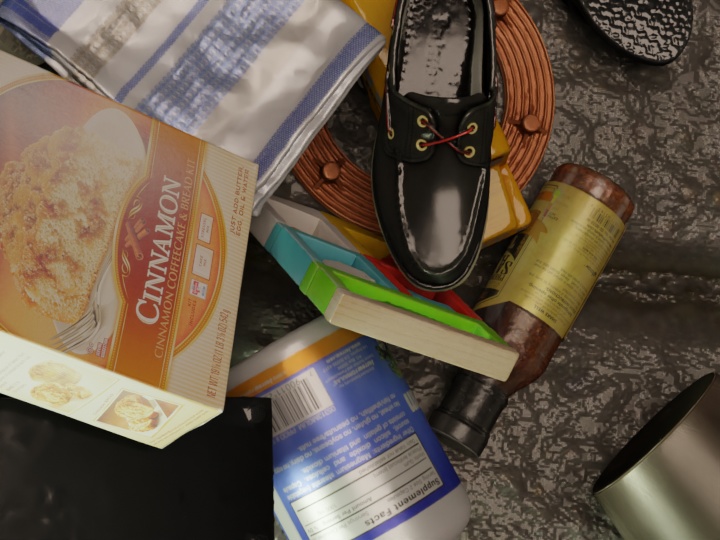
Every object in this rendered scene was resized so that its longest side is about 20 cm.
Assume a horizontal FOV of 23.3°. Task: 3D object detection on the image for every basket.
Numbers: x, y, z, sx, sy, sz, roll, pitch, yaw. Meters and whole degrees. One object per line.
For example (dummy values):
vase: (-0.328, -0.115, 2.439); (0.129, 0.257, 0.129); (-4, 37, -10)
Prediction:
basket: (0.256, 0.176, 1.118); (0.200, 0.136, 0.180); (45, 77, 3)

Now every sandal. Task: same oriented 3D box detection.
sandal: (0.152, -0.217, 1.200); (0.075, 0.048, 0.201); (-41, 77, -10)

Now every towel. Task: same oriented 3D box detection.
towel: (-0.099, -0.143, 1.034); (0.200, 0.024, 0.147); (39, 78, 0)

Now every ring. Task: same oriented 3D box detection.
ring: (0.036, -0.122, 1.178); (0.199, 0.019, 0.202); (1, 81, -9)

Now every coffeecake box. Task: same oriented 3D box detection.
coffeecake box: (-0.163, -0.016, 0.912); (0.199, 0.073, 0.155); (23, 57, -26)

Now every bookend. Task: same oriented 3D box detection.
bookend: (-0.175, 0.127, 1.040); (0.197, 0.200, 0.093); (1, 82, -21)

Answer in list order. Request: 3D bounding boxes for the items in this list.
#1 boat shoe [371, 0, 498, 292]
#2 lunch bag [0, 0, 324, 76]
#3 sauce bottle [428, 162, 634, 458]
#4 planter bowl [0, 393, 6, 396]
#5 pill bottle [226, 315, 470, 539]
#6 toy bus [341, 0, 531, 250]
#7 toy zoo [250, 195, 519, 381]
boat shoe: (0.045, -0.090, 1.050); (0.073, 0.063, 0.203); (3, 82, -2)
lunch bag: (-0.136, -0.154, 1.106); (0.200, 0.118, 0.164); (42, 85, 4)
sauce bottle: (0.108, 0.027, 1.145); (0.066, 0.066, 0.201); (32, 77, -3)
planter bowl: (-0.203, -0.015, 1.012); (0.198, 0.083, 0.202); (0, 94, 1)
pill bottle: (-0.001, 0.131, 1.084); (0.112, 0.112, 0.201); (-29, 88, -11)
toy bus: (0.043, -0.110, 1.123); (0.065, 0.078, 0.201); (-24, 82, -5)
toy zoo: (0.000, 0.000, 1.077); (0.130, 0.200, 0.021); (20, 104, -30)
